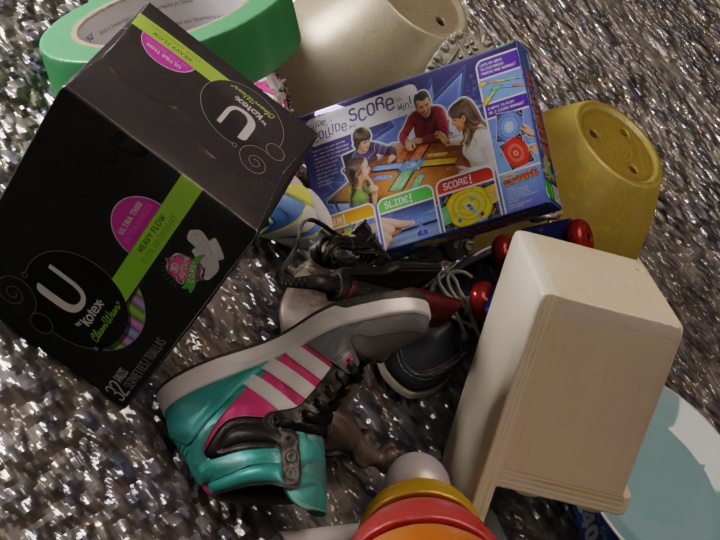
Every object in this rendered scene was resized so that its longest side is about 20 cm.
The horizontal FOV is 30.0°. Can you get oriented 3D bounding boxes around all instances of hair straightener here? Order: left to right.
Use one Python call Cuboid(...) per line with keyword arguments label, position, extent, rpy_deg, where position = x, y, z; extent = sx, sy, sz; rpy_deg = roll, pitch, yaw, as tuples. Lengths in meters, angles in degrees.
Cuboid(label="hair straightener", position=(0.000, 0.000, 1.002), extent=(0.199, 0.041, 0.078), rpy_deg=(6, 49, -52))

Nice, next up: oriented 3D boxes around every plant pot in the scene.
Cuboid(label="plant pot", position=(0.199, -0.075, 1.259), extent=(0.198, 0.142, 0.202), rpy_deg=(23, 42, -22))

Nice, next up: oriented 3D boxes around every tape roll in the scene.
Cuboid(label="tape roll", position=(-0.146, -0.180, 1.040), extent=(0.201, 0.198, 0.049), rpy_deg=(-56, 140, -51))

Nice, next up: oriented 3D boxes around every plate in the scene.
Cuboid(label="plate", position=(0.243, 0.172, 1.092), extent=(0.198, 0.026, 0.202), rpy_deg=(22, 43, -22))

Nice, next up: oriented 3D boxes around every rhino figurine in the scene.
Cuboid(label="rhino figurine", position=(-0.023, 0.053, 1.004), extent=(0.086, 0.060, 0.203), rpy_deg=(16, 56, -29))

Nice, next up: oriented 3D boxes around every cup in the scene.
Cuboid(label="cup", position=(0.018, -0.197, 1.220), extent=(0.198, 0.143, 0.202), rpy_deg=(22, 43, -22))

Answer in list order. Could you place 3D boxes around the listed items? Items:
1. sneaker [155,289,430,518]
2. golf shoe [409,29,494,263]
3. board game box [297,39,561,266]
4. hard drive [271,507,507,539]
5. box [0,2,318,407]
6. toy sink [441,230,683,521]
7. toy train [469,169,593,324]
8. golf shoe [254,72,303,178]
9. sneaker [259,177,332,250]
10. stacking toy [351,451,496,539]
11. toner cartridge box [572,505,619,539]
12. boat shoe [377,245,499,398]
Cuboid(label="sneaker", position=(-0.031, 0.099, 0.893), extent=(0.084, 0.198, 0.122), rpy_deg=(49, 19, -67))
Cuboid(label="golf shoe", position=(0.065, -0.106, 1.162), extent=(0.077, 0.097, 0.203), rpy_deg=(16, 82, -16))
Cuboid(label="board game box", position=(0.052, -0.088, 1.082), extent=(0.034, 0.198, 0.137), rpy_deg=(20, 57, -63))
Cuboid(label="hard drive", position=(0.040, 0.236, 0.932), extent=(0.198, 0.027, 0.133), rpy_deg=(2, 53, -38))
Cuboid(label="box", position=(-0.148, -0.040, 0.889), extent=(0.148, 0.200, 0.125), rpy_deg=(35, 39, -6))
Cuboid(label="toy sink", position=(0.143, 0.095, 0.971), extent=(0.110, 0.203, 0.131), rpy_deg=(14, 18, -7))
Cuboid(label="toy train", position=(0.166, 0.013, 1.127), extent=(0.117, 0.084, 0.201), rpy_deg=(65, 32, -25))
Cuboid(label="golf shoe", position=(-0.104, -0.143, 1.135), extent=(0.091, 0.073, 0.202), rpy_deg=(-16, 59, -5))
Cuboid(label="sneaker", position=(-0.118, -0.044, 1.038), extent=(0.198, 0.076, 0.106), rpy_deg=(29, 59, -16))
Cuboid(label="stacking toy", position=(0.039, 0.183, 0.880), extent=(0.145, 0.147, 0.201), rpy_deg=(28, 25, -16))
Cuboid(label="toner cartridge box", position=(0.219, 0.172, 1.126), extent=(0.094, 0.043, 0.202), rpy_deg=(16, 45, -30))
Cuboid(label="boat shoe", position=(0.082, 0.036, 1.121), extent=(0.075, 0.062, 0.200), rpy_deg=(51, 41, 3))
